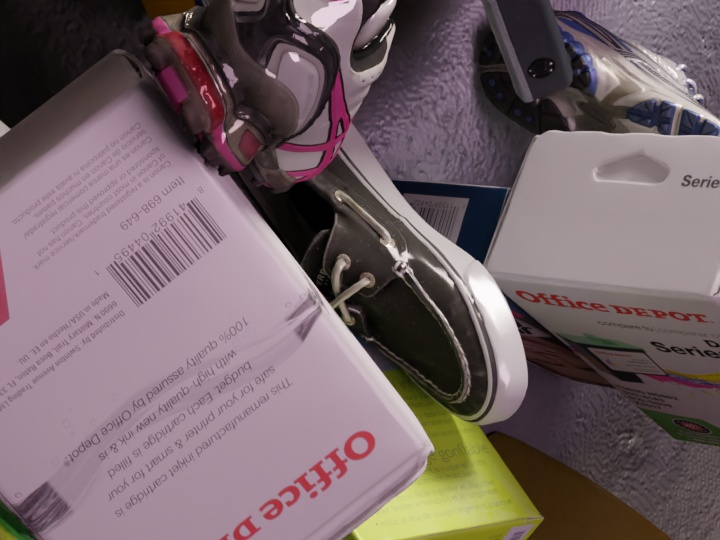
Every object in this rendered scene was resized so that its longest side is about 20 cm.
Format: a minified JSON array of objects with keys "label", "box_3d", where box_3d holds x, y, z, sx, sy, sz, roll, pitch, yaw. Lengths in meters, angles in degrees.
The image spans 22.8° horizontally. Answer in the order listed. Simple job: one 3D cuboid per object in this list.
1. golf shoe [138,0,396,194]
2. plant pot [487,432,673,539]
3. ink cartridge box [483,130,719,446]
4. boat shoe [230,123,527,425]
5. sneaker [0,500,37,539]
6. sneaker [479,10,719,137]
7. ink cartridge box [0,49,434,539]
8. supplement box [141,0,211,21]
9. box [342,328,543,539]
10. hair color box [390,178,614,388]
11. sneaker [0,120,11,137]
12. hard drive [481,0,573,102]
[{"label":"golf shoe","box_3d":[-0.020,-0.079,0.696,0.092,0.200,0.073,-30,91,5]},{"label":"plant pot","box_3d":[0.108,0.239,0.980,0.200,0.176,0.201,-38,121,-31]},{"label":"ink cartridge box","box_3d":[0.178,0.018,0.891,0.200,0.145,0.084,38,68,-40]},{"label":"boat shoe","box_3d":[0.000,0.000,0.851,0.064,0.200,0.071,-15,143,-39]},{"label":"sneaker","box_3d":[-0.163,0.093,0.793,0.200,0.074,0.084,61,32,-26]},{"label":"sneaker","box_3d":[0.166,-0.084,0.990,0.085,0.200,0.077,-31,158,-50]},{"label":"ink cartridge box","box_3d":[-0.087,0.036,0.712,0.145,0.085,0.200,-37,111,-1]},{"label":"supplement box","box_3d":[-0.066,-0.221,0.784,0.109,0.109,0.201,-37,118,-28]},{"label":"box","box_3d":[-0.014,0.061,0.860,0.122,0.200,0.048,-2,137,-43]},{"label":"hair color box","box_3d":[0.100,0.013,0.987,0.200,0.100,0.061,25,79,-42]},{"label":"sneaker","box_3d":[-0.156,-0.031,0.782,0.200,0.073,0.085,55,30,-27]},{"label":"hard drive","box_3d":[0.051,-0.196,0.859,0.033,0.140,0.200,-20,142,7]}]
